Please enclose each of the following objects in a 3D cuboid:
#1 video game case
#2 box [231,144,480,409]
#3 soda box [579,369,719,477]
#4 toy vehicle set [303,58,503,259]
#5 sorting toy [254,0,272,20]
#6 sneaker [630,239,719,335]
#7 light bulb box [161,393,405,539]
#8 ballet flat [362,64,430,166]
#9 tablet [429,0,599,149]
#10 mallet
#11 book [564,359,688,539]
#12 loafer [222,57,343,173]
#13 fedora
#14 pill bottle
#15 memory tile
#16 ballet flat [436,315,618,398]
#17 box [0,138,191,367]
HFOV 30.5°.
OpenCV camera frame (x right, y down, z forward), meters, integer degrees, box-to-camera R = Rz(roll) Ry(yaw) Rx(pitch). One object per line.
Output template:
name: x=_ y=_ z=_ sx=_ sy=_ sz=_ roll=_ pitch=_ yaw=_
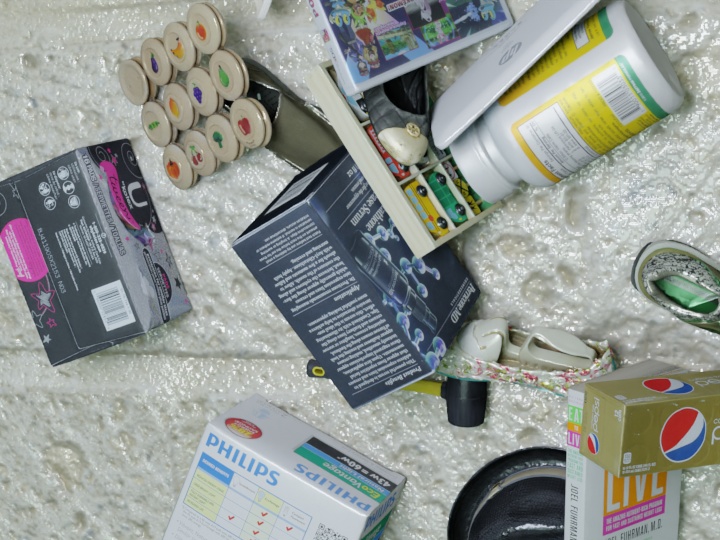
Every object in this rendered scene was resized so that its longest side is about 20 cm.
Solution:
video game case: x=0.031 y=-0.275 z=1.198 sx=0.023 sy=0.199 sz=0.184 roll=-15 pitch=100 yaw=58
box: x=0.000 y=0.000 z=1.251 sx=0.107 sy=0.149 sz=0.201 roll=-27 pitch=106 yaw=35
soda box: x=0.297 y=0.133 z=1.182 sx=0.198 sy=0.064 sz=0.068 roll=-3 pitch=104 yaw=-25
toy vehicle set: x=0.043 y=-0.121 z=1.254 sx=0.026 sy=0.124 sz=0.201 roll=-34 pitch=89 yaw=43
sorting toy: x=-0.102 y=-0.347 z=1.274 sx=0.200 sy=0.106 sz=0.181 roll=47 pitch=132 yaw=36
sneaker: x=0.337 y=0.038 z=1.196 sx=0.198 sy=0.089 sz=0.078 roll=19 pitch=108 yaw=13
light bulb box: x=-0.088 y=0.271 z=1.384 sx=0.197 sy=0.125 sz=0.201 roll=28 pitch=108 yaw=14
ballet flat: x=0.040 y=-0.189 z=1.228 sx=0.057 sy=0.066 sz=0.202 roll=-31 pitch=51 yaw=45
tablet: x=0.137 y=-0.197 z=1.194 sx=0.014 sy=0.130 sz=0.200 roll=41 pitch=107 yaw=-16
mallet: x=0.037 y=0.105 z=1.354 sx=0.198 sy=0.041 sz=0.066 roll=15 pitch=107 yaw=21
book: x=0.244 y=0.196 z=1.240 sx=0.048 sy=0.133 sz=0.202 roll=14 pitch=110 yaw=50
loafer: x=-0.072 y=-0.139 z=1.322 sx=0.199 sy=0.070 sz=0.076 roll=34 pitch=111 yaw=11
fedora: x=0.171 y=0.276 z=1.305 sx=0.199 sy=0.092 sz=0.203 roll=4 pitch=103 yaw=19
pill bottle: x=0.182 y=-0.146 z=1.204 sx=0.199 sy=0.113 sz=0.113 roll=-32 pitch=89 yaw=23
memory tile: x=-0.171 y=-0.172 z=1.332 sx=0.199 sy=0.017 sz=0.154 roll=-21 pitch=94 yaw=52
ballet flat: x=0.155 y=0.075 z=1.278 sx=0.198 sy=0.076 sz=0.064 roll=9 pitch=135 yaw=10
box: x=-0.285 y=-0.022 z=1.403 sx=0.131 sy=0.115 sz=0.202 roll=-19 pitch=95 yaw=21
